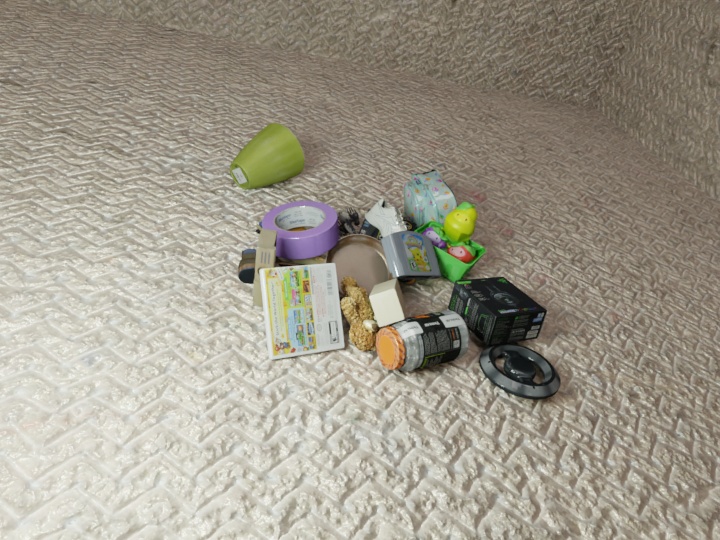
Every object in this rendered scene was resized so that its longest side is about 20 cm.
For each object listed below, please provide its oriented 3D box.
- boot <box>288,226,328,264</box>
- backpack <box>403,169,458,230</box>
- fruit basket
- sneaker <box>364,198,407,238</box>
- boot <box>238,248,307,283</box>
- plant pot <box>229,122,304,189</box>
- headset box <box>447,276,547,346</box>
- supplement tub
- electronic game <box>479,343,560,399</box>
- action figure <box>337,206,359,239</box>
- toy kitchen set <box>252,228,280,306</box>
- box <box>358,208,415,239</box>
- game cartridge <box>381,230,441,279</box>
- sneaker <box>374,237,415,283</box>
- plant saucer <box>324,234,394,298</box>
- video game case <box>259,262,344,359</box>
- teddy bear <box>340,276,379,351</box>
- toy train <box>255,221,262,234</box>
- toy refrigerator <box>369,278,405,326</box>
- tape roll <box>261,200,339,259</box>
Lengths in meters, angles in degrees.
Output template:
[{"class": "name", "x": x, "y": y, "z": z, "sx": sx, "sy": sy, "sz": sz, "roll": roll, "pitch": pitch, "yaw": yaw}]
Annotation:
[{"class": "boot", "x": -0.166, "y": -0.072, "z": 1.543, "sx": 0.200, "sy": 0.071, "sz": 0.144, "roll": 13, "pitch": 41, "yaw": 5}, {"class": "backpack", "x": 0.227, "y": -0.208, "z": 1.812, "sx": 0.153, "sy": 0.176, "sz": 0.200, "roll": -19, "pitch": 45, "yaw": -18}, {"class": "fruit basket", "x": 0.273, "y": -0.097, "z": 1.653, "sx": 0.215, "sy": 0.216, "sz": 0.155, "roll": 31, "pitch": 37, "yaw": 20}, {"class": "sneaker", "x": 0.092, "y": -0.136, "z": 1.635, "sx": 0.074, "sy": 0.087, "sz": 0.200, "roll": 8, "pitch": 32, "yaw": -53}, {"class": "boot", "x": -0.217, "y": -0.019, "z": 1.452, "sx": 0.199, "sy": 0.075, "sz": 0.097, "roll": 2, "pitch": 40, "yaw": -17}, {"class": "plant pot", "x": -0.314, "y": -0.344, "z": 1.794, "sx": 0.187, "sy": 0.188, "sz": 0.200, "roll": 33, "pitch": 53, "yaw": 22}, {"class": "headset box", "x": 0.356, "y": 0.100, "z": 1.489, "sx": 0.173, "sy": 0.093, "sz": 0.200, "roll": -3, "pitch": 29, "yaw": -26}, {"class": "supplement tub", "x": 0.144, "y": 0.165, "z": 1.307, "sx": 0.199, "sy": 0.123, "sz": 0.123, "roll": -7, "pitch": 41, "yaw": -31}, {"class": "electronic game", "x": 0.389, "y": 0.243, "z": 1.369, "sx": 0.199, "sy": 0.042, "sz": 0.200, "roll": 8, "pitch": 28, "yaw": -4}, {"class": "action figure", "x": -0.058, "y": -0.108, "z": 1.608, "sx": 0.102, "sy": 0.119, "sz": 0.200, "roll": 46, "pitch": 24, "yaw": -17}, {"class": "toy kitchen set", "x": -0.151, "y": 0.033, "z": 1.314, "sx": 0.199, "sy": 0.181, "sz": 0.163, "roll": 7, "pitch": 37, "yaw": -6}, {"class": "box", "x": 0.077, "y": -0.104, "z": 1.712, "sx": 0.161, "sy": 0.049, "sz": 0.200, "roll": 17, "pitch": 36, "yaw": 4}, {"class": "game cartridge", "x": 0.141, "y": -0.042, "z": 1.528, "sx": 0.200, "sy": 0.040, "sz": 0.134, "roll": 0, "pitch": 66, "yaw": -48}, {"class": "sneaker", "x": 0.069, "y": -0.034, "z": 1.570, "sx": 0.200, "sy": 0.078, "sz": 0.077, "roll": 32, "pitch": 11, "yaw": 20}, {"class": "plant saucer", "x": 0.000, "y": 0.000, "z": 1.489, "sx": 0.199, "sy": 0.032, "sz": 0.201, "roll": 6, "pitch": 68, "yaw": -15}, {"class": "video game case", "x": -0.130, "y": 0.089, "z": 1.269, "sx": 0.181, "sy": 0.201, "sz": 0.023, "roll": -5, "pitch": -3, "yaw": -28}, {"class": "teddy bear", "x": 0.004, "y": 0.098, "z": 1.353, "sx": 0.067, "sy": 0.145, "sz": 0.200, "roll": -24, "pitch": 29, "yaw": 13}, {"class": "toy train", "x": -0.225, "y": -0.144, "z": 1.644, "sx": 0.034, "sy": 0.046, "sz": 0.200, "roll": 38, "pitch": 41, "yaw": 28}, {"class": "toy refrigerator", "x": 0.065, "y": 0.075, "z": 1.352, "sx": 0.070, "sy": 0.076, "sz": 0.200, "roll": -18, "pitch": 4, "yaw": 6}, {"class": "tape roll", "x": -0.158, "y": -0.111, "z": 1.484, "sx": 0.199, "sy": 0.066, "sz": 0.200, "roll": -3, "pitch": 34, "yaw": 2}]
